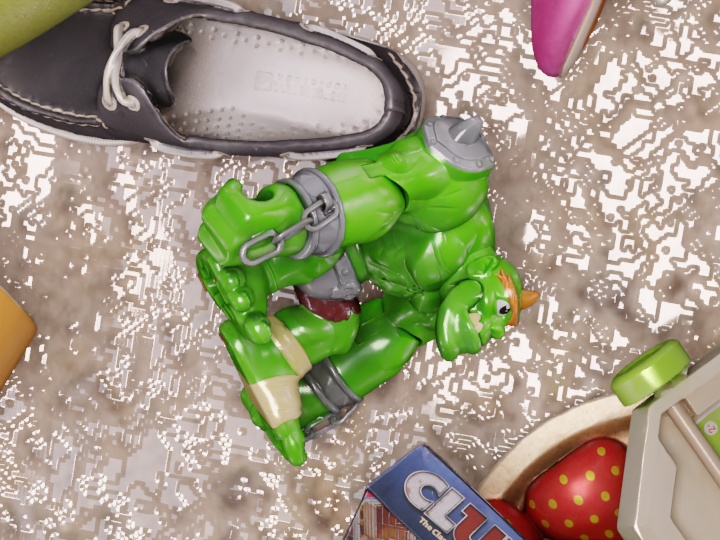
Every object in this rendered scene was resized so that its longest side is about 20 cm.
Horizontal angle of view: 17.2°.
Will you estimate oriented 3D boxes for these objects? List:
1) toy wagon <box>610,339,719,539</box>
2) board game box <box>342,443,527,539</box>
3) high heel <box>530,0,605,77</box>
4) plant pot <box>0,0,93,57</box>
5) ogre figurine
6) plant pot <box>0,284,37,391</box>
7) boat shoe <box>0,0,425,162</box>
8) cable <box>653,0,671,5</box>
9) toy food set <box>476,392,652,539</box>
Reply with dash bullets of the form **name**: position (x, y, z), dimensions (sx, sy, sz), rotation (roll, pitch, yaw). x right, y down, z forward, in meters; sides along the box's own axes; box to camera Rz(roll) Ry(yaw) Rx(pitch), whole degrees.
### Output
- **toy wagon**: position (0.159, 0.091, 0.920), dimensions (0.200, 0.040, 0.155), rotation (-35, 90, -13)
- **board game box**: position (0.035, 0.172, 0.930), dimensions (0.135, 0.200, 0.035), rotation (43, 54, 16)
- **high heel**: position (0.070, -0.183, 0.971), dimensions (0.096, 0.067, 0.201), rotation (13, 91, 4)
- **plant pot**: position (-0.130, -0.179, 0.920), dimensions (0.199, 0.187, 0.188), rotation (-15, 89, 25)
- **ogre figurine**: position (0.000, 0.000, 0.941), dimensions (0.120, 0.200, 0.098), rotation (-29, 47, -9)
- **plant pot**: position (-0.239, 0.047, 0.978), dimensions (0.200, 0.200, 0.183), rotation (43, 81, 5)
- **boat shoe**: position (-0.073, -0.081, 1.002), dimensions (0.199, 0.060, 0.074), rotation (13, 94, 8)
- **cable**: position (0.048, -0.174, 0.924), dimensions (0.199, 0.050, 0.097), rotation (21, 84, 13)
- **toy food set**: position (0.131, 0.147, 0.985), dimensions (0.199, 0.049, 0.199), rotation (-16, 89, 8)
